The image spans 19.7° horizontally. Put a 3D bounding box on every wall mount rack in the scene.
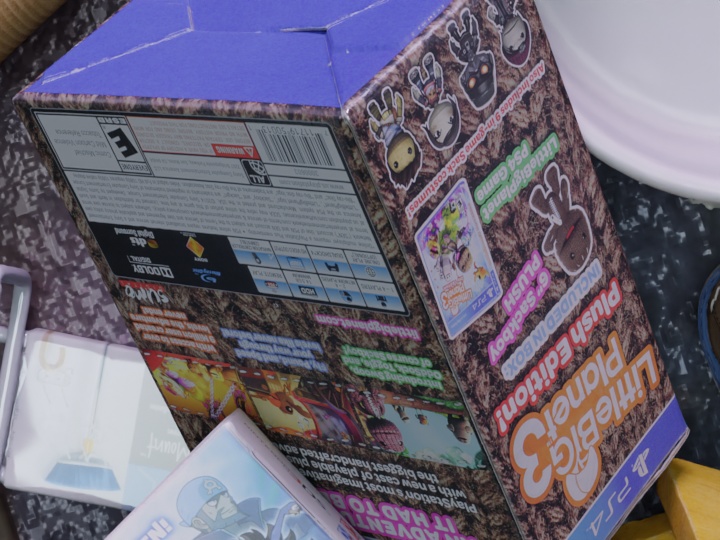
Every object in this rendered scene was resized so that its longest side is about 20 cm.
[{"bbox_3d":[-0.103,0.094,0.832,0.198,0.075,0.175,10,89,8],"label":"wall mount rack"}]

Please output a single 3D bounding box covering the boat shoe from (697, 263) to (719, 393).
[{"bbox_3d":[0.183,0.089,0.795,0.072,0.072,0.201,-29,90,10],"label":"boat shoe"}]

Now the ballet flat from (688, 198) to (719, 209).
[{"bbox_3d":[0.178,-0.114,0.790,0.071,0.072,0.201,24,100,6],"label":"ballet flat"}]

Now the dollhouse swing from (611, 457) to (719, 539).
[{"bbox_3d":[0.149,0.215,0.727,0.180,0.176,0.201,16,123,7],"label":"dollhouse swing"}]

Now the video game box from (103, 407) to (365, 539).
[{"bbox_3d":[-0.051,0.182,0.715,0.200,0.047,0.182,-44,93,5],"label":"video game box"}]

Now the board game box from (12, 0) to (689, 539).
[{"bbox_3d":[0.000,0.000,0.717,0.159,0.097,0.201,7,131,42],"label":"board game box"}]

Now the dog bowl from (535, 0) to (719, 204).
[{"bbox_3d":[0.135,-0.127,0.700,0.198,0.079,0.202,1,104,4],"label":"dog bowl"}]

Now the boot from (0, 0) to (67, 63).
[{"bbox_3d":[-0.213,-0.145,0.792,0.143,0.071,0.202,-31,99,15],"label":"boot"}]
